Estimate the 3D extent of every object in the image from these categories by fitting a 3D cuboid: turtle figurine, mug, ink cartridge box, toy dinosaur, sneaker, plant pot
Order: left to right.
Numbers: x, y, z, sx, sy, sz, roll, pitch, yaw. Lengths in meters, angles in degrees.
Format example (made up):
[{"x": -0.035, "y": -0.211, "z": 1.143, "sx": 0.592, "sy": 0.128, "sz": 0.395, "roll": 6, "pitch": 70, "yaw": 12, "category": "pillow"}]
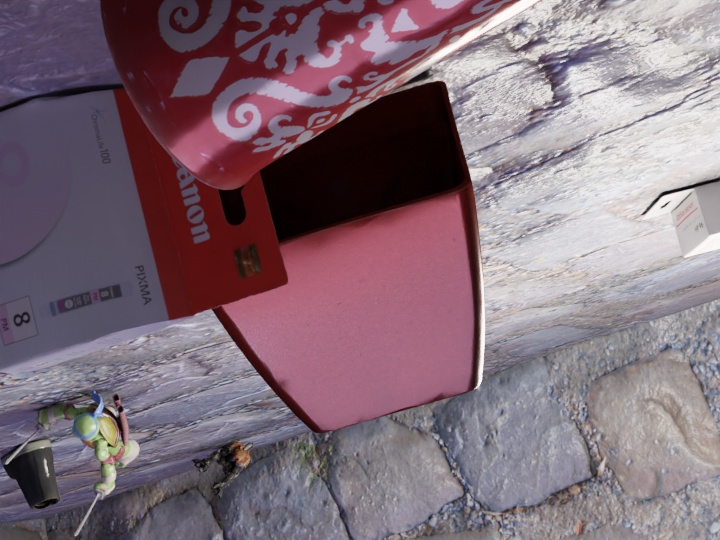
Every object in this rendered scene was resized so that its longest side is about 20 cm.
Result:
[{"x": -0.568, "y": 0.364, "z": 2.288, "sx": 0.074, "sy": 0.108, "sz": 0.200, "roll": -9, "pitch": 166, "yaw": -24, "category": "sneaker"}, {"x": -0.417, "y": 0.266, "z": 1.969, "sx": 0.142, "sy": 0.203, "sz": 0.194, "roll": 18, "pitch": 177, "yaw": 10, "category": "turtle figurine"}, {"x": -0.164, "y": -0.039, "z": 0.864, "sx": 0.198, "sy": 0.165, "sz": 0.057, "roll": -18, "pitch": 172, "yaw": 16, "category": "ink cartridge box"}, {"x": -0.294, "y": 0.422, "z": 2.968, "sx": 0.135, "sy": 0.102, "sz": 0.201, "roll": -35, "pitch": 158, "yaw": -16, "category": "toy dinosaur"}, {"x": -0.014, "y": -0.159, "z": 0.687, "sx": 0.198, "sy": 0.179, "sz": 0.134, "roll": -25, "pitch": 129, "yaw": 23, "category": "mug"}, {"x": 0.000, "y": 0.000, "z": 0.988, "sx": 0.197, "sy": 0.178, "sz": 0.201, "roll": -16, "pitch": -153, "yaw": 6, "category": "plant pot"}, {"x": 0.471, "y": -0.073, "z": 1.688, "sx": 0.197, "sy": 0.069, "sz": 0.116, "roll": -13, "pitch": 167, "yaw": -5, "category": "ink cartridge box"}]
